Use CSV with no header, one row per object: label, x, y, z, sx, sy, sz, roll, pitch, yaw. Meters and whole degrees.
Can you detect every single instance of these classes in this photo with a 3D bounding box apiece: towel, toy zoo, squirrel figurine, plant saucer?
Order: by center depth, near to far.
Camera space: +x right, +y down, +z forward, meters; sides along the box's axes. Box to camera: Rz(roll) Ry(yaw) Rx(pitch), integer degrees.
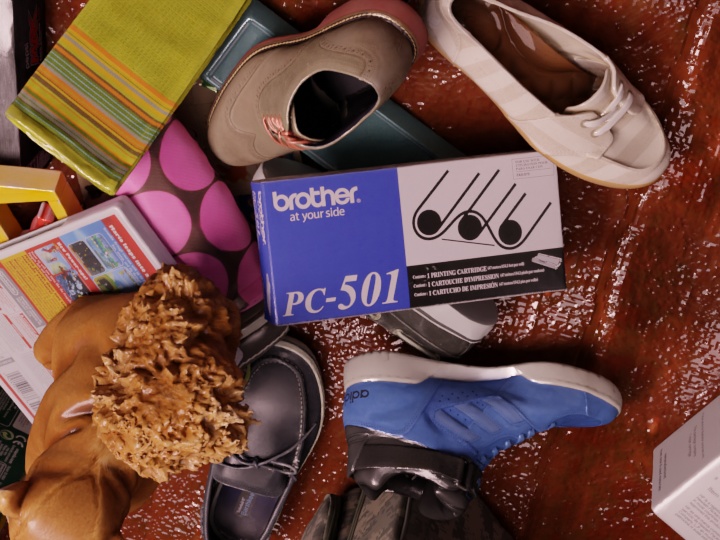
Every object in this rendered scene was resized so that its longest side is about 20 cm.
squirrel figurine,-0.153,0.099,1.113,0.141,0.187,0.200,39,132,-9
towel,-0.135,-0.152,1.120,0.086,0.018,0.201,36,78,-12
plant saucer,-0.015,-0.099,1.192,0.200,0.019,0.070,36,116,-11
toy zoo,-0.244,-0.014,1.235,0.130,0.021,0.200,-2,141,17

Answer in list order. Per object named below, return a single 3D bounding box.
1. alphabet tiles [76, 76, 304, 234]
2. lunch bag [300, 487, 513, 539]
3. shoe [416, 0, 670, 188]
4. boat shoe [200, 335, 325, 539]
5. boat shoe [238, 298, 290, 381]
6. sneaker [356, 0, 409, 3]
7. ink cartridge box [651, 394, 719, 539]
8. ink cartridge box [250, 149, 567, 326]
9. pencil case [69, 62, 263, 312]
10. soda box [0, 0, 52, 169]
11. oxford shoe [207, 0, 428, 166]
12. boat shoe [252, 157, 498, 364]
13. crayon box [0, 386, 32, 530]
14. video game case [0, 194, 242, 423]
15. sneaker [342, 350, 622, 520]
alphabet tiles,-0.117,-0.055,1.247,0.166,0.008,0.201,-5,117,13
lunch bag,0.011,0.248,1.276,0.167,0.200,0.139,-35,107,24
shoe,0.121,-0.117,1.120,0.199,0.053,0.070,35,82,-14
boat shoe,-0.076,0.139,1.313,0.074,0.062,0.201,19,119,2
boat shoe,-0.117,0.070,1.274,0.201,0.072,0.061,-28,115,35
sneaker,-0.001,-0.245,1.077,0.071,0.083,0.201,-14,115,17
ink cartridge box,0.322,0.131,1.219,0.146,0.084,0.200,41,117,-11
ink cartridge box,0.032,-0.023,1.153,0.199,0.044,0.095,-7,96,-13
pencil case,-0.136,-0.060,1.196,0.091,0.094,0.201,-37,112,-21
soda box,-0.253,-0.154,1.186,0.070,0.063,0.201,7,119,7
oxford shoe,-0.043,-0.107,1.117,0.070,0.075,0.200,40,140,-17
boat shoe,0.000,0.000,1.217,0.200,0.071,0.064,36,119,-12
crayon box,-0.304,0.205,1.311,0.058,0.200,0.173,26,120,-5
video game case,-0.195,0.034,1.220,0.199,0.017,0.143,-18,118,35
sneaker,0.085,0.122,1.222,0.199,0.112,0.077,6,157,-12
